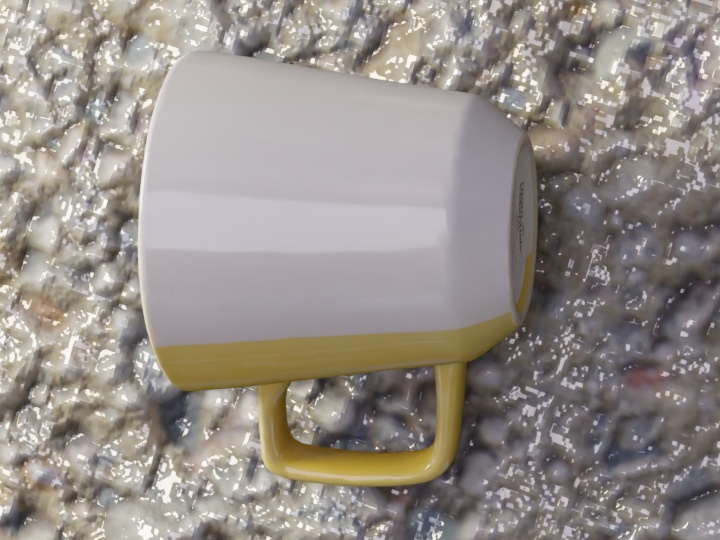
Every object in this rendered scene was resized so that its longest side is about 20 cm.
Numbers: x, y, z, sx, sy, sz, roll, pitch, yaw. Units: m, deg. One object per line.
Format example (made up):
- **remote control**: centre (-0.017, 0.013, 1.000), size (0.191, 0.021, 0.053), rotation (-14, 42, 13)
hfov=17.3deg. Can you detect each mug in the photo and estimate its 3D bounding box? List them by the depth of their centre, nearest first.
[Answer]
- **mug**: centre (0.000, -0.010, 1.050), size (0.152, 0.187, 0.150), rotation (1, 58, 13)
